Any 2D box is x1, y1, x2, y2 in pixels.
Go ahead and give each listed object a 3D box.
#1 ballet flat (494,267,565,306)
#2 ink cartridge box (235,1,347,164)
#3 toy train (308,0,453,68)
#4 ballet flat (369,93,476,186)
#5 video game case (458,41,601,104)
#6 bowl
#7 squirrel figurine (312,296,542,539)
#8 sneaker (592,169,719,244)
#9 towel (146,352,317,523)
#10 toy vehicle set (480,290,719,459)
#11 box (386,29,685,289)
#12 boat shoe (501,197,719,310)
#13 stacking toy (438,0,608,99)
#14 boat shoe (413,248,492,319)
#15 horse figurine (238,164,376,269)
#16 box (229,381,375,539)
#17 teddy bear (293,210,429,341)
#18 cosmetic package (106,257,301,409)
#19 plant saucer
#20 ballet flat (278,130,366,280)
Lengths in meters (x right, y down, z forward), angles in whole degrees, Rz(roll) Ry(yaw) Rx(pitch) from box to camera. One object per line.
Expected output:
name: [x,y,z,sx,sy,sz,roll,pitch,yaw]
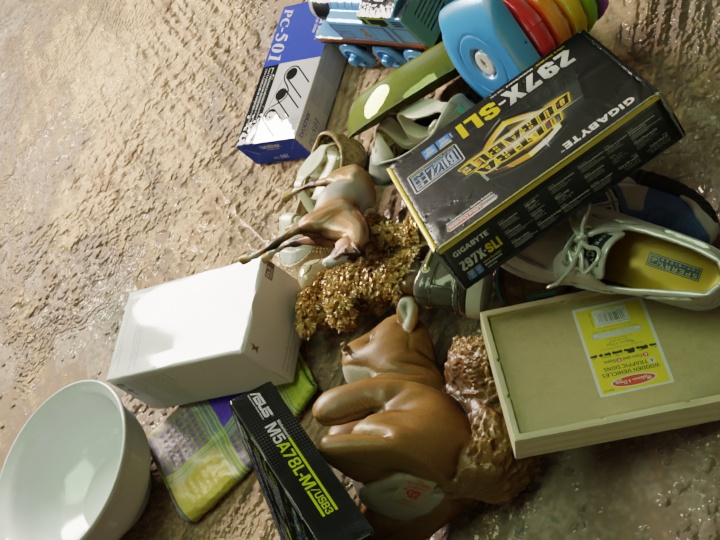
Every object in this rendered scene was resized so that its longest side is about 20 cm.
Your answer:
ballet flat: [0.170,-0.054,1.109,0.072,0.068,0.200,-1,51,22]
ink cartridge box: [-0.072,-0.224,1.459,0.094,0.044,0.200,-3,61,39]
toy train: [0.026,-0.275,1.354,0.200,0.114,0.087,17,74,46]
ballet flat: [0.051,-0.129,1.189,0.200,0.064,0.067,-12,42,60]
video game case: [0.135,-0.160,1.198,0.200,0.023,0.182,-44,20,10]
bowl: [-0.284,0.223,1.309,0.201,0.090,0.201,-22,51,30]
squirrel figurine: [0.062,0.114,1.065,0.200,0.142,0.187,-12,40,14]
sneaker: [0.193,-0.042,1.035,0.200,0.076,0.077,11,59,16]
towel: [-0.135,0.150,1.278,0.200,0.023,0.144,-45,41,9]
toy vehicle set: [0.202,0.067,0.958,0.200,0.027,0.124,-11,50,2]
box: [0.129,-0.091,0.972,0.200,0.049,0.160,-35,28,7]
boat shoe: [0.180,-0.014,0.945,0.202,0.086,0.075,18,90,19]
stacking toy: [0.177,-0.240,1.106,0.200,0.116,0.110,-41,13,-17]
boat shoe: [0.092,-0.023,1.099,0.060,0.072,0.202,6,28,11]
horse figurine: [-0.032,-0.055,1.196,0.132,0.050,0.200,-20,20,27]
box: [-0.030,0.218,1.009,0.048,0.200,0.193,-27,39,-15]
teddy bear: [0.000,0.000,1.181,0.200,0.067,0.145,-6,56,62]
cosmetic package: [-0.156,0.067,1.279,0.200,0.081,0.113,-12,55,36]
plant saucer: [0.066,-0.194,1.229,0.200,0.031,0.200,-31,4,2]
ballet flat: [-0.053,-0.060,1.315,0.070,0.065,0.200,-4,60,42]
